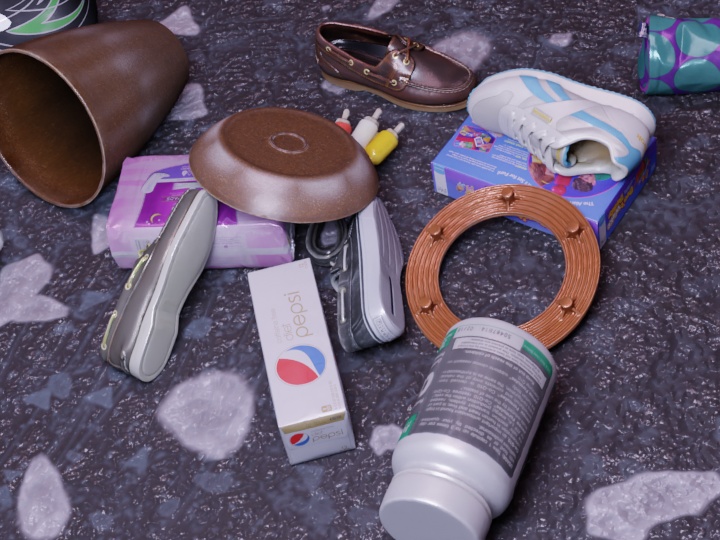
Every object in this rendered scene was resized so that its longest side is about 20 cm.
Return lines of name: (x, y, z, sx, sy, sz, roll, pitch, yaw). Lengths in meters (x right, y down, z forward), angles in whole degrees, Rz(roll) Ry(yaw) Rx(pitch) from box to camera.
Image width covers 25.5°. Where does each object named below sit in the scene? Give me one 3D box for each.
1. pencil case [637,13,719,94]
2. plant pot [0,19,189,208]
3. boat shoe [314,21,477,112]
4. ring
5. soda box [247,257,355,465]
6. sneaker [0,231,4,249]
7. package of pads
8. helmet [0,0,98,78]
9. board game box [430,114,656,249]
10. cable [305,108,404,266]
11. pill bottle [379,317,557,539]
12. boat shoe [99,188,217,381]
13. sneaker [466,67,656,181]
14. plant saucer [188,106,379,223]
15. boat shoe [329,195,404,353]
pencil case: (0.401, -0.240, 1.723, 0.198, 0.085, 0.093, -1, 75, 10)
plant pot: (-0.290, -0.200, 1.779, 0.186, 0.188, 0.200, 22, 42, 27)
boat shoe: (0.037, -0.233, 1.800, 0.198, 0.071, 0.071, 14, 52, 20)
ring: (0.139, -0.002, 1.578, 0.199, 0.019, 0.202, -8, 59, 14)
soda box: (-0.058, 0.085, 1.541, 0.068, 0.064, 0.201, -14, 48, -1)
sneaker: (-0.461, 0.021, 1.682, 0.199, 0.071, 0.080, -30, 59, -8)
package of pads: (-0.161, -0.062, 1.683, 0.198, 0.076, 0.121, -1, 48, 10)
helmet: (-0.406, -0.293, 1.857, 0.198, 0.200, 0.192, -4, 68, 7)
board game box: (0.193, -0.111, 1.677, 0.199, 0.045, 0.135, 22, 57, 27)
cable: (-0.028, -0.096, 1.702, 0.096, 0.051, 0.201, 13, 52, 17)
pill bottle: (0.095, 0.151, 1.420, 0.112, 0.114, 0.201, 12, 52, 20)
boat shoe: (-0.202, 0.007, 1.594, 0.060, 0.072, 0.203, 18, 83, 25)
sneaker: (0.196, -0.148, 1.628, 0.199, 0.077, 0.081, 14, 55, 25)
plant saucer: (-0.076, -0.118, 1.633, 0.198, 0.037, 0.201, 8, 33, -5)
boat shoe: (0.000, 0.000, 1.599, 0.070, 0.072, 0.201, -23, 35, 18)
